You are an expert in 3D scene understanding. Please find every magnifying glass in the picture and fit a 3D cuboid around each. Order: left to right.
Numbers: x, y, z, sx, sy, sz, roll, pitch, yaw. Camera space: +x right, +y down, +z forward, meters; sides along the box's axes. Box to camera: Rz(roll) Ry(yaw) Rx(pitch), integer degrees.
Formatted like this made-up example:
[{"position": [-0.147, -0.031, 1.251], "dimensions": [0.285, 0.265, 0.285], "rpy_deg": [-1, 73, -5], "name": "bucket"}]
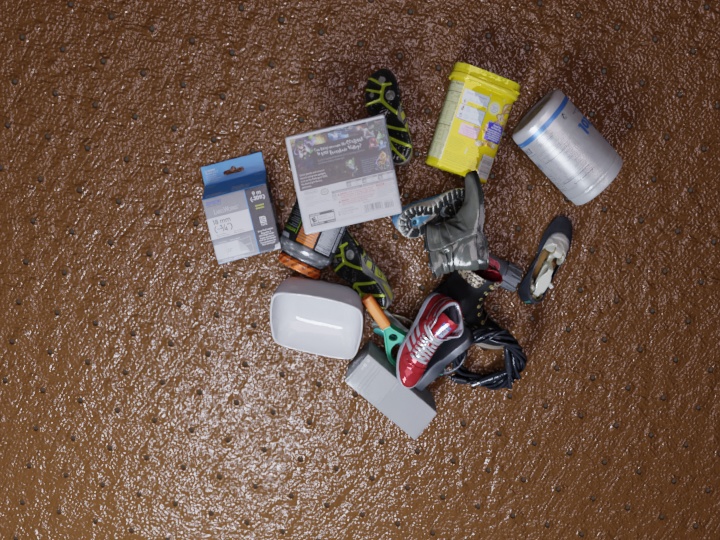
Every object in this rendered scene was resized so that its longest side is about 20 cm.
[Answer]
[{"position": [0.064, 0.131, 1.232], "dimensions": [0.078, 0.023, 0.202], "rpy_deg": [-25, 113, 22], "name": "magnifying glass"}]

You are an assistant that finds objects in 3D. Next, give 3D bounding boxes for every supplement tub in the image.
[{"position": [-0.089, -0.095, 1.216], "dimensions": [0.119, 0.123, 0.205], "rpy_deg": [24, 92, -4], "name": "supplement tub"}, {"position": [0.418, -0.250, 1.206], "dimensions": [0.199, 0.132, 0.132], "rpy_deg": [43, 95, -7], "name": "supplement tub"}]

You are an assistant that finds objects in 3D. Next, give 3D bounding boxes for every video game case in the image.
[{"position": [-0.031, -0.181, 1.130], "dimensions": [0.193, 0.023, 0.188], "rpy_deg": [-12, 98, 2], "name": "video game case"}]

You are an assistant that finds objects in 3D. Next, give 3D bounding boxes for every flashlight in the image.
[{"position": [0.250, -0.019, 1.266], "dimensions": [0.196, 0.068, 0.069], "rpy_deg": [29, 95, -4], "name": "flashlight"}]

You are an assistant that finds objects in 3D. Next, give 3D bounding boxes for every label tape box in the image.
[{"position": [-0.254, -0.132, 1.247], "dimensions": [0.139, 0.063, 0.207], "rpy_deg": [-13, 98, 0], "name": "label tape box"}]

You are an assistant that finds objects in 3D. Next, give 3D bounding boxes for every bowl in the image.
[{"position": [-0.088, 0.090, 1.238], "dimensions": [0.192, 0.076, 0.203], "rpy_deg": [11, 141, 1], "name": "bowl"}]

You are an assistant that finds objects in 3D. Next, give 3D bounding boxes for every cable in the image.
[{"position": [0.268, 0.192, 1.249], "dimensions": [0.159, 0.052, 0.203], "rpy_deg": [23, 136, 1], "name": "cable"}]

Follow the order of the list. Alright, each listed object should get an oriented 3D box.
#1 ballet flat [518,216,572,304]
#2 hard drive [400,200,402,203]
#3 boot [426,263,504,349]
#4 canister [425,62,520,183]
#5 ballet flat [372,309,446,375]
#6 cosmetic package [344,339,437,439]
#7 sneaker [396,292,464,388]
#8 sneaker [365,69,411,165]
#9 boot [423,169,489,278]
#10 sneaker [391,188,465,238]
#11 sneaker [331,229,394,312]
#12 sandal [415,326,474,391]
[{"position": [0.405, -0.018, 1.268], "dimensions": [0.071, 0.073, 0.205], "rpy_deg": [26, 96, -4], "name": "ballet flat"}, {"position": [-0.001, -0.195, 1.206], "dimensions": [0.198, 0.132, 0.026], "rpy_deg": [40, 97, -6], "name": "hard drive"}, {"position": [0.252, 0.067, 1.246], "dimensions": [0.197, 0.074, 0.152], "rpy_deg": [33, 129, 2], "name": "boot"}, {"position": [0.226, -0.299, 1.220], "dimensions": [0.144, 0.087, 0.206], "rpy_deg": [17, 99, -5], "name": "canister"}, {"position": [0.116, 0.150, 1.292], "dimensions": [0.197, 0.067, 0.065], "rpy_deg": [34, 66, -8], "name": "ballet flat"}, {"position": [0.067, 0.255, 1.282], "dimensions": [0.199, 0.107, 0.090], "rpy_deg": [43, 99, -4], "name": "cosmetic package"}, {"position": [0.137, 0.144, 1.174], "dimensions": [0.070, 0.112, 0.206], "rpy_deg": [24, 85, -17], "name": "sneaker"}, {"position": [0.058, -0.310, 1.221], "dimensions": [0.073, 0.076, 0.207], "rpy_deg": [-12, 81, 9], "name": "sneaker"}, {"position": [0.184, -0.093, 1.171], "dimensions": [0.126, 0.068, 0.208], "rpy_deg": [-4, 82, 10], "name": "boot"}, {"position": [0.151, -0.131, 1.244], "dimensions": [0.194, 0.090, 0.081], "rpy_deg": [-14, 111, -20], "name": "sneaker"}, {"position": [0.000, 0.000, 1.269], "dimensions": [0.075, 0.076, 0.204], "rpy_deg": [-36, 79, 26], "name": "sneaker"}, {"position": [0.176, 0.183, 1.211], "dimensions": [0.042, 0.077, 0.201], "rpy_deg": [33, 134, -4], "name": "sandal"}]
